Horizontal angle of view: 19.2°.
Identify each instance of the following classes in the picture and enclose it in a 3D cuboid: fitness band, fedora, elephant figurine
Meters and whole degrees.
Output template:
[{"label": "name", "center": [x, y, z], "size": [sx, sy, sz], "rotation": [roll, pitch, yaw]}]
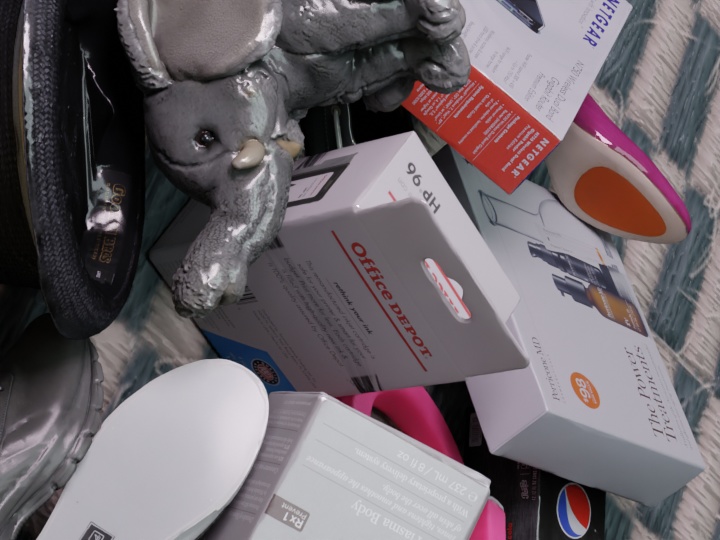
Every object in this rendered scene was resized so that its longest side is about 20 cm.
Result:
[{"label": "fitness band", "center": [0.027, 0.139, 1.179], "size": [0.144, 0.037, 0.200], "rotation": [46, 29, -31]}, {"label": "fedora", "center": [-0.164, -0.066, 1.006], "size": [0.201, 0.092, 0.201], "rotation": [-2, 90, -81]}, {"label": "elephant figurine", "center": [-0.057, -0.097, 1.042], "size": [0.200, 0.155, 0.142], "rotation": [-36, 115, -13]}]

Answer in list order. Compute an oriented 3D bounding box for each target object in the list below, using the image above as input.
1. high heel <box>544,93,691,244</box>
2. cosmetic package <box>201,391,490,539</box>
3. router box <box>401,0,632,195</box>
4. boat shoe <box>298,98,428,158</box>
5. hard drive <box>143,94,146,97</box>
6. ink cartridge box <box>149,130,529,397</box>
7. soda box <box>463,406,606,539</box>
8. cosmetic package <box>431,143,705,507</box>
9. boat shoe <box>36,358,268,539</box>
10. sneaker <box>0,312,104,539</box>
[{"label": "high heel", "center": [0.136, -0.102, 1.326], "size": [0.200, 0.067, 0.096], "rotation": [39, 48, -9]}, {"label": "cosmetic package", "center": [-0.034, 0.168, 1.032], "size": [0.107, 0.090, 0.200], "rotation": [29, 76, -18]}, {"label": "router box", "center": [0.056, -0.157, 1.220], "size": [0.179, 0.049, 0.200], "rotation": [39, 34, -5]}, {"label": "boat shoe", "center": [0.009, -0.046, 1.214], "size": [0.072, 0.068, 0.200], "rotation": [-11, 86, -52]}, {"label": "hard drive", "center": [-0.088, -0.188, 1.101], "size": [0.135, 0.042, 0.200], "rotation": [-45, 149, -43]}, {"label": "ink cartridge box", "center": [0.000, 0.000, 1.108], "size": [0.116, 0.200, 0.068], "rotation": [56, 49, -24]}, {"label": "soda box", "center": [0.103, 0.182, 1.280], "size": [0.071, 0.063, 0.200], "rotation": [18, 70, -44]}, {"label": "cosmetic package", "center": [0.113, 0.033, 1.268], "size": [0.151, 0.052, 0.200], "rotation": [19, 40, -41]}, {"label": "boat shoe", "center": [-0.116, 0.128, 1.027], "size": [0.071, 0.064, 0.200], "rotation": [38, 80, 12]}, {"label": "sneaker", "center": [-0.188, 0.091, 0.993], "size": [0.091, 0.076, 0.200], "rotation": [40, 51, -21]}]
